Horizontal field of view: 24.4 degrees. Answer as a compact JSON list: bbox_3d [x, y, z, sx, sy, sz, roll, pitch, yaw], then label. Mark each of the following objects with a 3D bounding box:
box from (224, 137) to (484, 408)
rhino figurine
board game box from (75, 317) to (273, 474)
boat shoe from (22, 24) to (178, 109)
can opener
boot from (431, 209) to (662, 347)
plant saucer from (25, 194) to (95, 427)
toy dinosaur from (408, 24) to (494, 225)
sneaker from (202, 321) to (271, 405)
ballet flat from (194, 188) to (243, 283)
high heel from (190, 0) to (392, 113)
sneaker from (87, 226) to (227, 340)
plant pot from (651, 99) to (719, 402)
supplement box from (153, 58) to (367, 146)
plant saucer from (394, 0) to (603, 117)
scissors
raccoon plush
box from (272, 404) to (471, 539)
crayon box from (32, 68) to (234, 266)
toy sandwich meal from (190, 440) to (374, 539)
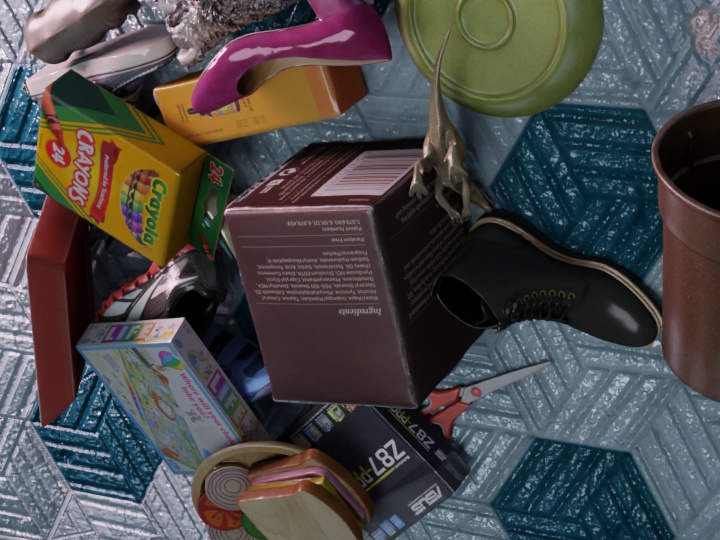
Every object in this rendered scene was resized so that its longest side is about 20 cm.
[{"bbox_3d":[0.000,0.000,1.557,0.163,0.166,0.202,0,114,30],"label":"box"},{"bbox_3d":[-0.249,-0.259,1.609,0.199,0.087,0.060,-26,102,35],"label":"rhino figurine"},{"bbox_3d":[-0.186,0.133,1.710,0.133,0.034,0.201,-4,132,36],"label":"board game box"},{"bbox_3d":[-0.242,-0.178,1.664,0.199,0.075,0.093,-9,117,40],"label":"boat shoe"},{"bbox_3d":[-0.223,-0.091,1.715,0.066,0.054,0.200,23,130,-23],"label":"can opener"},{"bbox_3d":[0.166,0.036,1.507,0.199,0.138,0.078,26,124,13],"label":"boot"},{"bbox_3d":[-0.307,0.027,1.732,0.036,0.200,0.202,1,119,-1],"label":"plant saucer"},{"bbox_3d":[0.073,-0.110,1.485,0.058,0.102,0.201,-5,134,15],"label":"toy dinosaur"},{"bbox_3d":[-0.151,0.096,1.748,0.198,0.074,0.083,-7,109,29],"label":"sneaker"},{"bbox_3d":[-0.105,-0.019,1.677,0.069,0.069,0.201,-18,107,33],"label":"ballet flat"},{"bbox_3d":[-0.063,-0.176,1.489,0.199,0.067,0.096,-35,79,20],"label":"high heel"},{"bbox_3d":[-0.208,0.046,1.717,0.200,0.071,0.098,-41,55,24],"label":"sneaker"},{"bbox_3d":[0.332,-0.009,1.376,0.198,0.201,0.200,14,129,21],"label":"plant pot"},{"bbox_3d":[-0.097,-0.169,1.588,0.198,0.069,0.067,-9,109,29],"label":"supplement box"},{"bbox_3d":[0.114,-0.225,1.468,0.198,0.031,0.202,13,120,22],"label":"plant saucer"},{"bbox_3d":[0.103,0.119,1.659,0.073,0.014,0.200,48,128,1],"label":"scissors"},{"bbox_3d":[-0.095,-0.233,1.543,0.199,0.097,0.135,27,132,13],"label":"raccoon plush"},{"bbox_3d":[-0.003,0.204,1.732,0.161,0.049,0.200,45,131,-2],"label":"box"},{"bbox_3d":[-0.224,-0.092,1.622,0.199,0.051,0.128,30,134,14],"label":"crayon box"},{"bbox_3d":[-0.082,0.253,1.701,0.203,0.071,0.207,6,132,7],"label":"toy sandwich meal"}]
